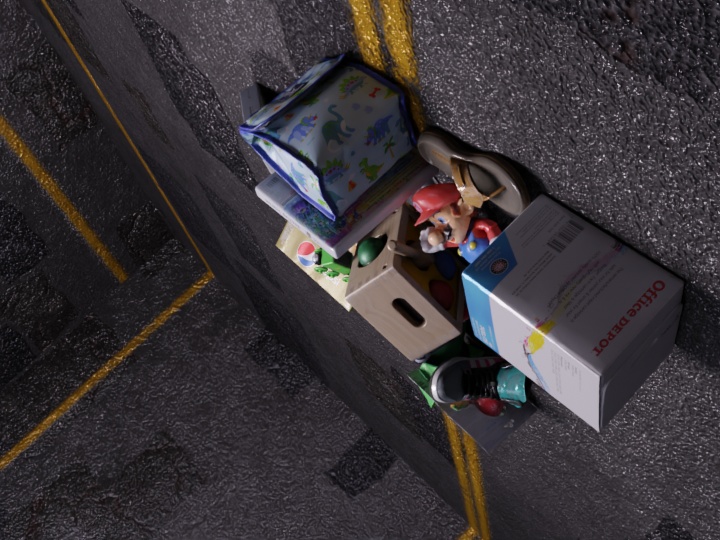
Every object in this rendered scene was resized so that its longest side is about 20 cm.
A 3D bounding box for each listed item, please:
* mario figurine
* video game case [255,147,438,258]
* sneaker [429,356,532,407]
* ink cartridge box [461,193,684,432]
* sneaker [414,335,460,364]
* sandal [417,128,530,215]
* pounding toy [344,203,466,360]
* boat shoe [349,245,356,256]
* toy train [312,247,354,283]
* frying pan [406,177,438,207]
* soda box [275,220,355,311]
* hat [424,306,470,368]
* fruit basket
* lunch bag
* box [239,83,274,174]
[{"bbox_3d":[0.141,-0.030,1.119,0.200,0.106,0.123,42,121,-5],"label":"mario figurine"},{"bbox_3d":[-0.020,-0.127,1.167,0.181,0.199,0.024,37,158,33],"label":"video game case"},{"bbox_3d":[0.218,0.188,1.387,0.120,0.198,0.085,1,95,49],"label":"sneaker"},{"bbox_3d":[0.243,0.048,0.962,0.199,0.146,0.147,39,163,33],"label":"ink cartridge box"},{"bbox_3d":[0.098,0.077,1.395,0.201,0.086,0.075,-120,8,-54],"label":"sneaker"},{"bbox_3d":[0.132,-0.117,1.042,0.199,0.054,0.082,37,162,37],"label":"sandal"},{"bbox_3d":[0.071,0.003,1.237,0.141,0.186,0.200,-33,117,30],"label":"pounding toy"},{"bbox_3d":[-0.006,-0.055,1.469,0.075,0.062,0.200,57,-167,-6],"label":"boat shoe"},{"bbox_3d":[0.000,0.000,1.335,0.056,0.043,0.199,-13,159,36],"label":"toy train"},{"bbox_3d":[0.055,-0.142,1.263,0.189,0.031,0.116,27,154,47],"label":"frying pan"},{"bbox_3d":[-0.057,-0.016,1.501,0.200,0.065,0.067,42,-155,23],"label":"soda box"},{"bbox_3d":[0.153,0.059,1.466,0.199,0.165,0.178,34,119,25],"label":"hat"},{"bbox_3d":[0.201,0.227,1.514,0.200,0.184,0.094,45,130,18],"label":"fruit basket"},{"bbox_3d":[-0.050,-0.198,1.133,0.199,0.170,0.128,39,163,37],"label":"lunch bag"},{"bbox_3d":[-0.150,-0.217,1.507,0.201,0.041,0.157,58,-170,-38],"label":"box"}]
